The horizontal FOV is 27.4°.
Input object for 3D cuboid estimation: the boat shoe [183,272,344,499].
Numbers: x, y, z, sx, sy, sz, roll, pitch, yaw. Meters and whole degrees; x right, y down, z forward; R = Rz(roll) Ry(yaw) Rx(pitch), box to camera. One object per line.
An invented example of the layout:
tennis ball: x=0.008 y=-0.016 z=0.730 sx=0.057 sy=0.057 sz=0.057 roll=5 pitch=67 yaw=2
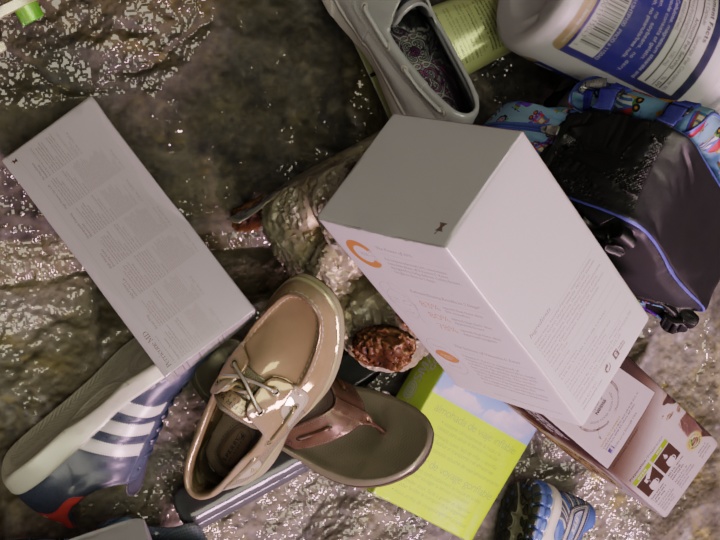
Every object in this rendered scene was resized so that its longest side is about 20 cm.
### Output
boat shoe: x=-0.075 y=0.091 z=1.085 sx=0.072 sy=0.065 sz=0.200 roll=39 pitch=122 yaw=14

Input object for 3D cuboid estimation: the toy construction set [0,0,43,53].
toy construction set: x=-0.284 y=-0.228 z=1.025 sx=0.131 sy=0.092 sz=0.200 roll=-35 pitch=118 yaw=-34

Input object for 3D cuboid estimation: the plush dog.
plush dog: x=0.000 y=0.000 z=1.135 sx=0.160 sy=0.200 sz=0.172 roll=-25 pitch=99 yaw=23

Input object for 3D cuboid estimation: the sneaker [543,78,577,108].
sneaker: x=0.196 y=-0.098 z=1.219 sx=0.115 sy=0.075 sz=0.200 roll=17 pitch=85 yaw=-15

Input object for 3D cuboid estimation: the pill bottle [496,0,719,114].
pill bottle: x=0.216 y=-0.185 z=1.126 sx=0.200 sy=0.120 sz=0.120 roll=22 pitch=93 yaw=-24

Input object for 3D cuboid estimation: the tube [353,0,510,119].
tube: x=0.095 y=-0.195 z=1.178 sx=0.200 sy=0.058 sz=0.052 roll=-26 pitch=139 yaw=-9

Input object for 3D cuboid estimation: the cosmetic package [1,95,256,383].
cosmetic package: x=-0.169 y=-0.022 z=1.084 sx=0.083 sy=0.051 sz=0.200 roll=-36 pitch=84 yaw=-10

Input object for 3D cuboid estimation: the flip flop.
flip flop: x=-0.040 y=0.105 z=1.147 sx=0.200 sy=0.058 sz=0.081 roll=26 pitch=73 yaw=6

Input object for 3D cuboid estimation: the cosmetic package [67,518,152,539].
cosmetic package: x=-0.175 y=0.276 z=1.076 sx=0.102 sy=0.074 sz=0.200 roll=-17 pitch=137 yaw=-9

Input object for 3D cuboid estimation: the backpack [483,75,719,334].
backpack: x=0.170 y=-0.061 z=1.110 sx=0.183 sy=0.200 sz=0.135 roll=41 pitch=74 yaw=-50

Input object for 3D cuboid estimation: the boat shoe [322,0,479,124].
boat shoe: x=0.028 y=-0.185 z=1.108 sx=0.072 sy=0.069 sz=0.200 roll=-15 pitch=75 yaw=-29

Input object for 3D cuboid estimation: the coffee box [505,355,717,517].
coffee box: x=0.176 y=0.099 z=1.169 sx=0.200 sy=0.113 sz=0.080 roll=40 pitch=84 yaw=-36

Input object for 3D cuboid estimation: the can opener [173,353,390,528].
can opener: x=-0.063 y=0.140 z=1.194 sx=0.200 sy=0.053 sz=0.066 roll=-32 pitch=74 yaw=-11

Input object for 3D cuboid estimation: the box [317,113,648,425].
box: x=0.086 y=0.000 z=1.005 sx=0.098 sy=0.124 sz=0.200 roll=-55 pitch=130 yaw=-18

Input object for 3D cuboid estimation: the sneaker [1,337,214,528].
sneaker: x=-0.176 y=0.118 z=1.140 sx=0.200 sy=0.075 sz=0.085 roll=-39 pitch=114 yaw=-1

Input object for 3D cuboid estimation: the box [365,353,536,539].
box: x=0.092 y=0.112 z=1.220 sx=0.122 sy=0.048 sz=0.200 roll=31 pitch=89 yaw=-33

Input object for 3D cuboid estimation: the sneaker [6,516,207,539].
sneaker: x=-0.204 y=0.215 z=1.112 sx=0.200 sy=0.079 sz=0.096 roll=4 pitch=135 yaw=-34

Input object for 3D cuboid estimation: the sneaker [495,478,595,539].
sneaker: x=0.156 y=0.283 z=1.271 sx=0.085 sy=0.077 sz=0.200 roll=13 pitch=97 yaw=-23
